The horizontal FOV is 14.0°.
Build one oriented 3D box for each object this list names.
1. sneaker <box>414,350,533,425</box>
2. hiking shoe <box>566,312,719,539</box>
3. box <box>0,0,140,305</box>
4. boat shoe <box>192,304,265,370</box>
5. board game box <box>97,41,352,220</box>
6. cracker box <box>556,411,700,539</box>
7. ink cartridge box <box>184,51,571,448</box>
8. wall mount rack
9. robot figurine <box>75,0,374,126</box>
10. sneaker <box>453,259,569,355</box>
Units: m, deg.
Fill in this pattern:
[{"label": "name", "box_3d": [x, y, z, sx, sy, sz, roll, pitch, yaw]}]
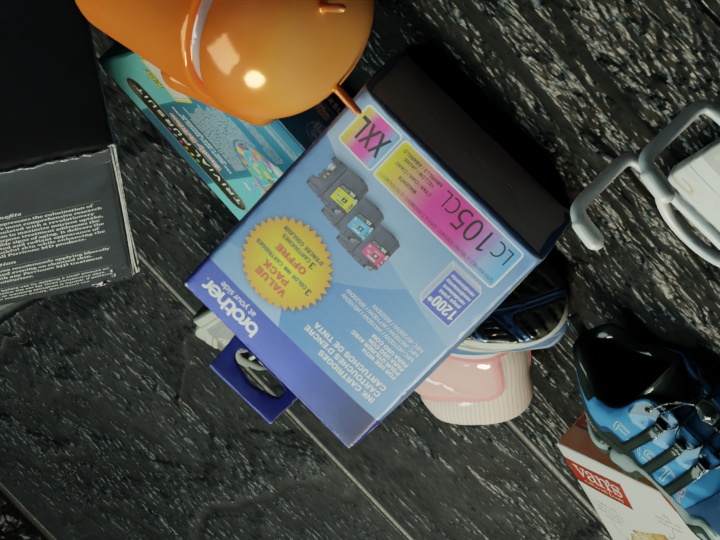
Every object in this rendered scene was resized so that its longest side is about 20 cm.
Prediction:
[{"label": "sneaker", "box_3d": [0.029, 0.036, 1.837, 0.200, 0.075, 0.105, 26, 150, 37]}, {"label": "hiking shoe", "box_3d": [0.186, 0.095, 1.618, 0.200, 0.074, 0.087, 27, 157, 45]}, {"label": "box", "box_3d": [-0.222, -0.110, 1.855, 0.197, 0.124, 0.200, 93, 164, -66]}, {"label": "boat shoe", "box_3d": [-0.075, 0.032, 2.085, 0.065, 0.074, 0.202, 38, 167, 1]}, {"label": "board game box", "box_3d": [-0.067, -0.097, 1.798, 0.151, 0.047, 0.200, 49, 163, -15]}, {"label": "cracker box", "box_3d": [0.213, 0.168, 1.755, 0.134, 0.058, 0.200, 24, 153, 47]}, {"label": "ink cartridge box", "box_3d": [0.000, 0.000, 1.627, 0.136, 0.076, 0.200, 44, 119, 1]}, {"label": "wall mount rack", "box_3d": [0.189, 0.005, 1.401, 0.174, 0.075, 0.200, 45, 164, -1]}, {"label": "robot figurine", "box_3d": [-0.074, -0.153, 1.567, 0.200, 0.144, 0.117, 34, -163, 32]}, {"label": "sneaker", "box_3d": [0.028, 0.017, 1.721, 0.200, 0.076, 0.077, 13, 169, 19]}]
